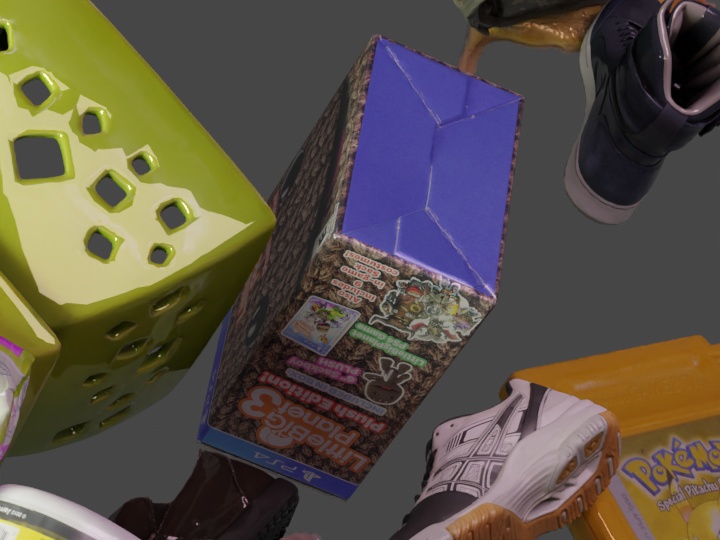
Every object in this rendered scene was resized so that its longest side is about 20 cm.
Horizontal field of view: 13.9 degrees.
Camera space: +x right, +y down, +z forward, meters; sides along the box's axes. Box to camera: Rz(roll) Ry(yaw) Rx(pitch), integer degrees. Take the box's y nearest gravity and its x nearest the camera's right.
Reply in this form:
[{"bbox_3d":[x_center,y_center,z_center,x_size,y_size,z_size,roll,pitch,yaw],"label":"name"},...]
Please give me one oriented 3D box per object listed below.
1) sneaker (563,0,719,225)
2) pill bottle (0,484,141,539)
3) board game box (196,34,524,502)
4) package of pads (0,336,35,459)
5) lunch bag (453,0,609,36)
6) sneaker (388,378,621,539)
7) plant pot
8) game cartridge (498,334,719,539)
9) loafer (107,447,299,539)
[{"bbox_3d":[0.200,-0.143,1.929,0.077,0.146,0.203,22,45,-11],"label":"sneaker"},{"bbox_3d":[-0.173,0.212,1.404,0.112,0.112,0.201,29,73,-7],"label":"pill bottle"},{"bbox_3d":[0.000,0.000,1.651,0.096,0.200,0.160,22,46,-12],"label":"board game box"},{"bbox_3d":[-0.262,0.095,1.424,0.154,0.201,0.068,29,17,-6],"label":"package of pads"},{"bbox_3d":[0.095,-0.252,1.962,0.199,0.118,0.165,-17,75,-42],"label":"lunch bag"},{"bbox_3d":[0.059,0.133,1.685,0.087,0.076,0.200,28,46,33],"label":"sneaker"},{"bbox_3d":[-0.192,-0.008,1.553,0.200,0.199,0.181,47,52,9],"label":"plant pot"},{"bbox_3d":[0.197,0.134,1.782,0.175,0.032,0.201,-10,62,-36],"label":"game cartridge"},{"bbox_3d":[-0.113,0.162,1.554,0.071,0.073,0.200,34,41,14],"label":"loafer"}]
